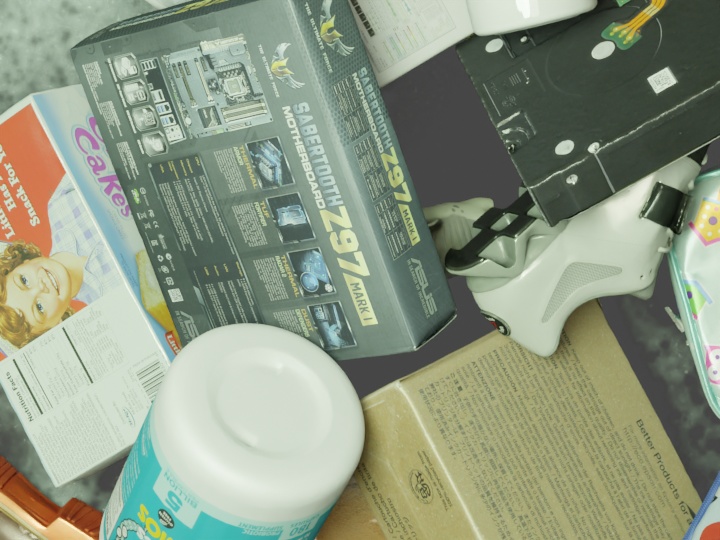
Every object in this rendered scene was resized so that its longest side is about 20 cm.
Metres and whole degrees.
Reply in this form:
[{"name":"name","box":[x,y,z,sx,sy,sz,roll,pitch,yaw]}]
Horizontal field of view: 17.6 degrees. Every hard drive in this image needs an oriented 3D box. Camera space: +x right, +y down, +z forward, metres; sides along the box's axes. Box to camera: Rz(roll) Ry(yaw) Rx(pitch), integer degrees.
[{"name":"hard drive","box":[0.160,-0.118,1.216,0.199,0.140,0.038,-30,130,6]}]

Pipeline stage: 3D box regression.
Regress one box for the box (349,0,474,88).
[{"name":"box","box":[0.013,-0.184,1.250,0.199,0.036,0.145,-30,98,-6]}]

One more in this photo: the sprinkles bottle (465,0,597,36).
[{"name":"sprinkles bottle","box":[0.070,-0.226,1.203,0.068,0.068,0.201,-12,96,8]}]

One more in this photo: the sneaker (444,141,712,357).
[{"name":"sneaker","box":[0.144,-0.035,1.251,0.200,0.074,0.089,-41,108,-5]}]

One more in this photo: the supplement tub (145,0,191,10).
[{"name":"supplement tub","box":[-0.071,-0.240,1.310,0.122,0.123,0.201,35,95,6]}]

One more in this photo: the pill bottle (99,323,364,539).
[{"name":"pill bottle","box":[-0.077,0.126,1.251,0.110,0.200,0.111,11,50,-14]}]

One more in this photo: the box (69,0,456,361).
[{"name":"box","box":[-0.052,-0.047,1.228,0.157,0.051,0.201,-9,108,38]}]

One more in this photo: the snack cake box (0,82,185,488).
[{"name":"snack cake box","box":[-0.165,0.008,1.333,0.115,0.067,0.201,-30,85,31]}]

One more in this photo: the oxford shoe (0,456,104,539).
[{"name":"oxford shoe","box":[-0.223,0.149,1.358,0.199,0.071,0.073,30,99,7]}]

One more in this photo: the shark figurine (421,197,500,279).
[{"name":"shark figurine","box":[-0.020,0.002,1.305,0.213,0.128,0.090,1,100,9]}]

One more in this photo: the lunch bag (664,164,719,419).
[{"name":"lunch bag","box":[0.268,0.006,1.285,0.199,0.077,0.162,-15,89,8]}]

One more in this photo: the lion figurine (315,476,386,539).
[{"name":"lion figurine","box":[-0.001,0.139,1.334,0.199,0.072,0.123,4,100,22]}]

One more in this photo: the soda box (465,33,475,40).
[{"name":"soda box","box":[0.081,-0.171,1.318,0.067,0.064,0.201,-22,88,6]}]

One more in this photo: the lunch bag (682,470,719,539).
[{"name":"lunch bag","box":[0.270,0.164,1.248,0.199,0.075,0.161,30,84,-27]}]

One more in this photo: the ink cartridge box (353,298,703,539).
[{"name":"ink cartridge box","box":[0.099,0.130,1.265,0.075,0.164,0.201,-32,83,48]}]
